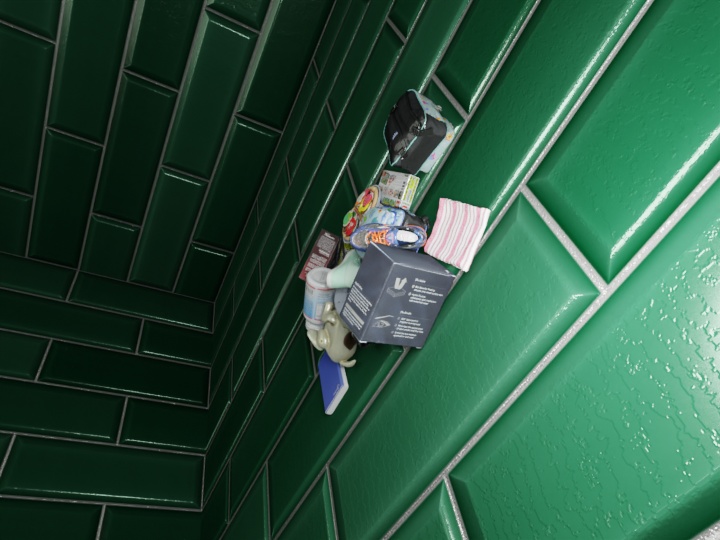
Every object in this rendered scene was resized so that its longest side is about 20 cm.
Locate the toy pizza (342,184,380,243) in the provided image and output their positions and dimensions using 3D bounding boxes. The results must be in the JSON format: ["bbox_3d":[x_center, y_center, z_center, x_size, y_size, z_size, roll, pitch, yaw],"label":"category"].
[{"bbox_3d":[-0.005,-0.177,1.595,0.201,0.031,0.202,-49,24,31],"label":"toy pizza"}]

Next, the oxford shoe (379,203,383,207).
[{"bbox_3d":[0.045,-0.176,1.620,0.058,0.075,0.200,-41,30,-3],"label":"oxford shoe"}]

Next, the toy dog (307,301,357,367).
[{"bbox_3d":[-0.050,0.166,1.557,0.202,0.137,0.195,-60,36,29],"label":"toy dog"}]

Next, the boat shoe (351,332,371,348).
[{"bbox_3d":[0.050,0.144,1.418,0.200,0.074,0.063,-45,51,32],"label":"boat shoe"}]

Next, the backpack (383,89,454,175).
[{"bbox_3d":[0.151,-0.379,1.415,0.177,0.151,0.202,-53,41,35],"label":"backpack"}]

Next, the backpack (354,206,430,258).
[{"bbox_3d":[0.070,-0.089,1.429,0.186,0.145,0.200,-69,20,4],"label":"backpack"}]

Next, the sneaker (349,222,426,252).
[{"bbox_3d":[0.070,-0.085,1.290,0.078,0.196,0.077,-103,8,-88],"label":"sneaker"}]

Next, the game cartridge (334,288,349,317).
[{"bbox_3d":[-0.009,0.060,1.498,0.201,0.131,0.041,-80,-26,-60],"label":"game cartridge"}]

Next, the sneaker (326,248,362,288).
[{"bbox_3d":[0.000,0.001,1.495,0.200,0.116,0.075,-46,-45,-50],"label":"sneaker"}]

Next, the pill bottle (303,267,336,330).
[{"bbox_3d":[-0.129,0.101,1.682,0.109,0.107,0.203,-112,26,-54],"label":"pill bottle"}]

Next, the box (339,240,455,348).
[{"bbox_3d":[0.085,0.060,1.218,0.117,0.194,0.203,44,116,49],"label":"box"}]

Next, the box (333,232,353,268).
[{"bbox_3d":[-0.053,0.003,1.702,0.202,0.043,0.162,104,164,-45],"label":"box"}]

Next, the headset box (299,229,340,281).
[{"bbox_3d":[-0.128,-0.025,1.794,0.203,0.076,0.149,-65,-12,-3],"label":"headset box"}]

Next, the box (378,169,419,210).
[{"bbox_3d":[0.104,-0.241,1.581,0.200,0.034,0.112,36,109,65],"label":"box"}]

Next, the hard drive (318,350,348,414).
[{"bbox_3d":[-0.091,0.337,1.675,0.133,0.025,0.201,-60,27,29],"label":"hard drive"}]

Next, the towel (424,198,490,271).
[{"bbox_3d":[0.222,-0.090,1.234,0.200,0.029,0.149,35,109,65],"label":"towel"}]
